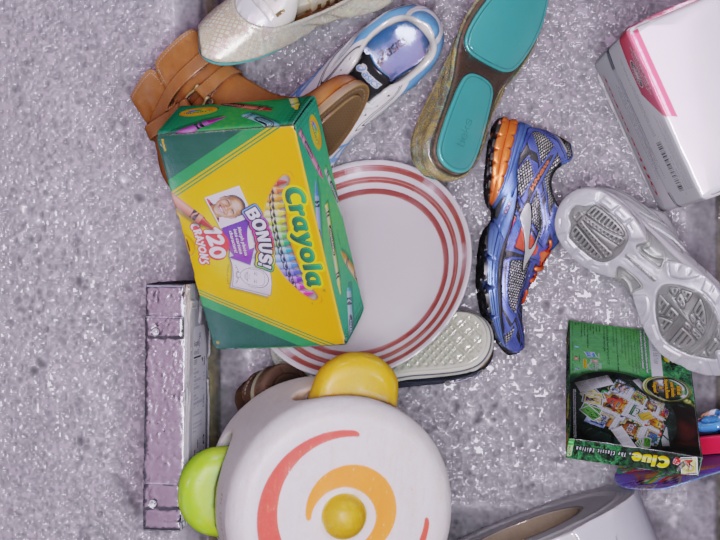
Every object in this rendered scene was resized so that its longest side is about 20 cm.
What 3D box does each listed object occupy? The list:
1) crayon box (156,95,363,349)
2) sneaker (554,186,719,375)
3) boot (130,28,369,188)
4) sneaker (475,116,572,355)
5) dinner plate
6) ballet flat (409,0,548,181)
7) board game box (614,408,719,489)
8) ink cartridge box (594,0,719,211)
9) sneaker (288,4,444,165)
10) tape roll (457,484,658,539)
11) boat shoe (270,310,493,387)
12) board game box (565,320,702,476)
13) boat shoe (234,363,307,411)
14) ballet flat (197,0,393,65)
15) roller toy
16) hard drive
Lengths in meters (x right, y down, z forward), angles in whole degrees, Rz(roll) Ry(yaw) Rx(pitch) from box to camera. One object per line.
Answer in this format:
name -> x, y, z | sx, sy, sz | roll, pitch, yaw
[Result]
crayon box -> -0.078, -0.036, 1.471 | 0.118, 0.058, 0.201 | -3, 118, 20
sneaker -> 0.255, -0.002, 1.525 | 0.200, 0.099, 0.078 | 49, 119, 3
boot -> -0.100, -0.142, 1.531 | 0.200, 0.074, 0.155 | -37, 70, 19
sneaker -> 0.141, -0.028, 1.547 | 0.078, 0.075, 0.201 | 5, 93, 0
dinner plate -> 0.000, 0.000, 1.547 | 0.200, 0.024, 0.201 | -8, 65, 18
ballet flat -> 0.095, -0.167, 1.547 | 0.071, 0.071, 0.200 | 23, 79, 3
board game box -> 0.297, 0.123, 1.493 | 0.199, 0.158, 0.039 | -18, 95, 4
ink cartridge box -> 0.263, -0.131, 1.472 | 0.085, 0.200, 0.146 | -24, 89, -2
sneaker -> -0.011, -0.150, 1.553 | 0.072, 0.072, 0.200 | 45, 96, 1
tape roll -> 0.144, 0.242, 1.484 | 0.202, 0.202, 0.071 | -21, 89, 4
boat shoe -> 0.021, 0.069, 1.559 | 0.199, 0.062, 0.075 | -4, 73, 18
board game box -> 0.218, 0.100, 1.484 | 0.104, 0.200, 0.024 | 6, 116, 4
boat shoe -> -0.033, 0.165, 1.568 | 0.075, 0.075, 0.203 | -43, 104, -38
ballet flat -> -0.052, -0.230, 1.519 | 0.200, 0.062, 0.067 | -26, 61, -30
roller toy -> -0.023, 0.180, 1.450 | 0.200, 0.140, 0.183 | -40, 103, -7
hard drive -> -0.152, 0.109, 1.532 | 0.038, 0.140, 0.201 | 0, 90, 3
